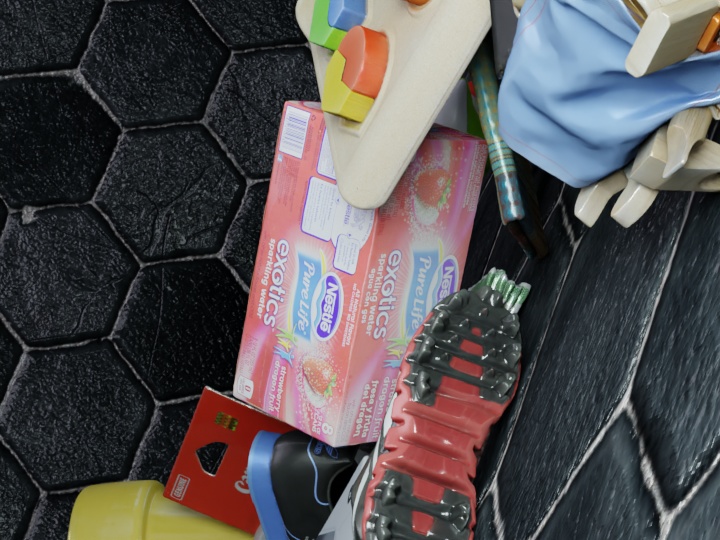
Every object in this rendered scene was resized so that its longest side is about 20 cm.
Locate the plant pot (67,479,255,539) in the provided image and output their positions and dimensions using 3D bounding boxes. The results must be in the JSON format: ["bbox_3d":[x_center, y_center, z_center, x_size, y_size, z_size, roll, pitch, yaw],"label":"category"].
[{"bbox_3d":[-0.138,0.275,1.535,0.201,0.188,0.201,-8,-90,-85],"label":"plant pot"}]

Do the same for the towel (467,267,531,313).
[{"bbox_3d":[0.061,0.102,1.195,0.149,0.031,0.201,119,171,-82],"label":"towel"}]

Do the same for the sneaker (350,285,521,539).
[{"bbox_3d":[0.041,0.103,1.050,0.098,0.071,0.201,121,169,-59],"label":"sneaker"}]

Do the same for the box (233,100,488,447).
[{"bbox_3d":[0.000,0.000,1.131,0.095,0.102,0.201,-2,-72,-45],"label":"box"}]

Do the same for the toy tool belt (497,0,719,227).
[{"bbox_3d":[0.107,-0.082,0.741,0.123,0.125,0.200,-60,-2,-31],"label":"toy tool belt"}]

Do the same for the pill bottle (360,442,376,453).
[{"bbox_3d":[-0.008,0.103,1.534,0.114,0.114,0.200,-72,5,-54],"label":"pill bottle"}]

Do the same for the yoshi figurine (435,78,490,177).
[{"bbox_3d":[0.082,-0.094,1.333,0.200,0.113,0.112,-34,15,-38],"label":"yoshi figurine"}]

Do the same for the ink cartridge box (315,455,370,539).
[{"bbox_3d":[-0.020,0.251,1.121,0.200,0.040,0.200,114,168,-45],"label":"ink cartridge box"}]

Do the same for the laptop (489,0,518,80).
[{"bbox_3d":[0.162,-0.205,0.866,0.187,0.116,0.201,-16,73,48],"label":"laptop"}]

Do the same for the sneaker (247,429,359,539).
[{"bbox_3d":[-0.017,0.192,1.253,0.070,0.078,0.200,-68,-31,-44],"label":"sneaker"}]

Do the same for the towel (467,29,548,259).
[{"bbox_3d":[0.079,-0.113,1.089,0.147,0.022,0.201,36,-138,-75],"label":"towel"}]

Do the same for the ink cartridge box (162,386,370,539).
[{"bbox_3d":[-0.064,0.182,1.367,0.200,0.173,0.044,116,175,-55],"label":"ink cartridge box"}]

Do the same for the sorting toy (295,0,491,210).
[{"bbox_3d":[0.015,-0.163,1.024,0.185,0.036,0.200,-59,30,32],"label":"sorting toy"}]
